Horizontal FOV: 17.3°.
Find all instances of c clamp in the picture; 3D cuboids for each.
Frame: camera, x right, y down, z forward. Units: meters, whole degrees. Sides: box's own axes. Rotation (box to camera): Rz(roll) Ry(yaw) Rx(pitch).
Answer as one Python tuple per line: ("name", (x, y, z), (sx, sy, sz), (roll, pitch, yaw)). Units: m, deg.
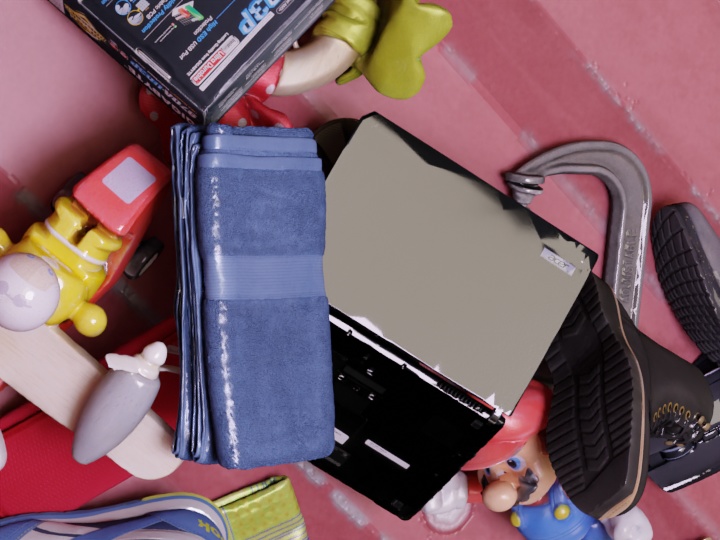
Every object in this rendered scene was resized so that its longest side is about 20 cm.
("c clamp", (0.126, 0.007, 1.609), (0.170, 0.027, 0.201), (8, 96, -27))

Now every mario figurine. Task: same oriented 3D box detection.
("mario figurine", (0.115, 0.163, 1.581), (0.123, 0.106, 0.200), (-34, 121, 2))

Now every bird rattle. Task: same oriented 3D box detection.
("bird rattle", (-0.053, -0.155, 1.476), (0.199, 0.113, 0.164), (-22, 96, -8))

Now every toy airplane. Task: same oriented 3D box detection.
("toy airplane", (-0.204, 0.026, 1.380), (0.199, 0.141, 0.200), (-3, 83, -3))

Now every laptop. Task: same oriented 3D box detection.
("laptop", (0.017, 0.033, 1.494), (0.177, 0.200, 0.104), (32, 43, -9))

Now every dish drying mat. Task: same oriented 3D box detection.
("dish drying mat", (-0.146, 0.089, 1.452), (0.199, 0.018, 0.077), (-31, 113, 5))

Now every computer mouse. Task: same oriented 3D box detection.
("computer mouse", (0.245, 0.140, 1.680), (0.199, 0.046, 0.141), (-29, 109, -20))

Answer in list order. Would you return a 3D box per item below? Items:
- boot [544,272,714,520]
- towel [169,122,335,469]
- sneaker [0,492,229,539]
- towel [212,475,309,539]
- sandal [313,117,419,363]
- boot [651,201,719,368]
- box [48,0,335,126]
("boot", (0.191, 0.100, 1.551), (0.138, 0.201, 0.077), (35, 126, -30))
("towel", (-0.063, 0.015, 1.382), (0.111, 0.048, 0.201), (1, 84, -50))
("sneaker", (-0.174, 0.192, 1.444), (0.199, 0.082, 0.074), (-15, 119, -5))
("towel", (-0.077, 0.248, 1.551), (0.143, 0.023, 0.201), (-23, 108, -21))
("sandal", (0.000, 0.000, 1.530), (0.081, 0.055, 0.201), (-5, 98, 17))
("boot", (0.297, 0.021, 1.652), (0.131, 0.070, 0.201), (-29, 92, -17))
("box", (-0.084, -0.206, 1.415), (0.159, 0.046, 0.200), (41, 77, 8))
